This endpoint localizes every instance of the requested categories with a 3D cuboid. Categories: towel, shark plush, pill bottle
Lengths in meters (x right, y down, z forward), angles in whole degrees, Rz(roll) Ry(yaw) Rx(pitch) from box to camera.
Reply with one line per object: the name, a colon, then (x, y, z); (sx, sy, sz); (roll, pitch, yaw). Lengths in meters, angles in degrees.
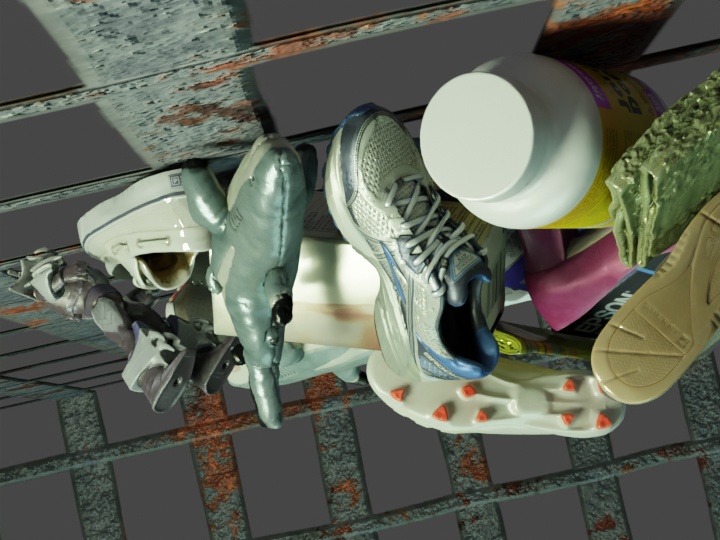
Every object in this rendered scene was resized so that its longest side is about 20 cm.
towel: (0.228, -0.090, 0.947); (0.200, 0.037, 0.149); (-40, 159, -6)
shark plush: (-0.009, 0.055, 1.220); (0.198, 0.091, 0.084); (-7, 130, -5)
pill bottle: (0.116, -0.078, 0.957); (0.104, 0.105, 0.199); (-16, 174, 30)
towel: (0.149, 0.060, 1.215); (0.086, 0.018, 0.199); (21, -173, 42)
shark plush: (-0.069, 0.008, 0.995); (0.090, 0.202, 0.083); (2, -160, -28)

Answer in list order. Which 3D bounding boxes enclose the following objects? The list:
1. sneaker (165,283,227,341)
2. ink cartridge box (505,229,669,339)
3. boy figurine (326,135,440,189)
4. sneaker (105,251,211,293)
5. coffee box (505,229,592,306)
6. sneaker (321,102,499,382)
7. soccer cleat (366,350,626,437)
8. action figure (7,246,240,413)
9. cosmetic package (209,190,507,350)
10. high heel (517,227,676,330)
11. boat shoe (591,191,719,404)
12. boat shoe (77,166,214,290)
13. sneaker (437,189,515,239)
sneaker: (-0.081, 0.009, 1.362); (0.199, 0.077, 0.082); (-26, 174, -40)
ink cartridge box: (0.232, -0.001, 1.195); (0.198, 0.044, 0.198); (10, 150, -22)
boy figurine: (0.076, -0.076, 1.100); (0.198, 0.065, 0.124); (-7, 171, -20)
sneaker: (-0.122, 0.008, 1.285); (0.199, 0.100, 0.071); (-14, 176, 25)
coffee box: (0.188, -0.049, 1.288); (0.198, 0.080, 0.113); (-15, -150, 18)
sneaker: (0.044, -0.015, 0.993); (0.077, 0.201, 0.085); (-37, -151, -29)
soccer cleat: (0.100, 0.094, 1.178); (0.198, 0.070, 0.078); (10, 171, -3)
action figure: (-0.185, 0.030, 1.191); (0.199, 0.070, 0.130); (31, -164, 31)
cosmetic package: (0.000, 0.000, 1.126); (0.198, 0.088, 0.103); (6, -157, 16)
high heel: (0.201, -0.008, 1.075); (0.199, 0.097, 0.067); (-8, -157, 30)
boat shoe: (0.220, 0.008, 0.982); (0.200, 0.072, 0.065); (-46, 173, -7)
boat shoe: (-0.148, -0.019, 1.111); (0.070, 0.070, 0.200); (-9, 174, -30)
sneaker: (0.123, -0.052, 1.192); (0.198, 0.109, 0.070); (-13, 175, 5)
